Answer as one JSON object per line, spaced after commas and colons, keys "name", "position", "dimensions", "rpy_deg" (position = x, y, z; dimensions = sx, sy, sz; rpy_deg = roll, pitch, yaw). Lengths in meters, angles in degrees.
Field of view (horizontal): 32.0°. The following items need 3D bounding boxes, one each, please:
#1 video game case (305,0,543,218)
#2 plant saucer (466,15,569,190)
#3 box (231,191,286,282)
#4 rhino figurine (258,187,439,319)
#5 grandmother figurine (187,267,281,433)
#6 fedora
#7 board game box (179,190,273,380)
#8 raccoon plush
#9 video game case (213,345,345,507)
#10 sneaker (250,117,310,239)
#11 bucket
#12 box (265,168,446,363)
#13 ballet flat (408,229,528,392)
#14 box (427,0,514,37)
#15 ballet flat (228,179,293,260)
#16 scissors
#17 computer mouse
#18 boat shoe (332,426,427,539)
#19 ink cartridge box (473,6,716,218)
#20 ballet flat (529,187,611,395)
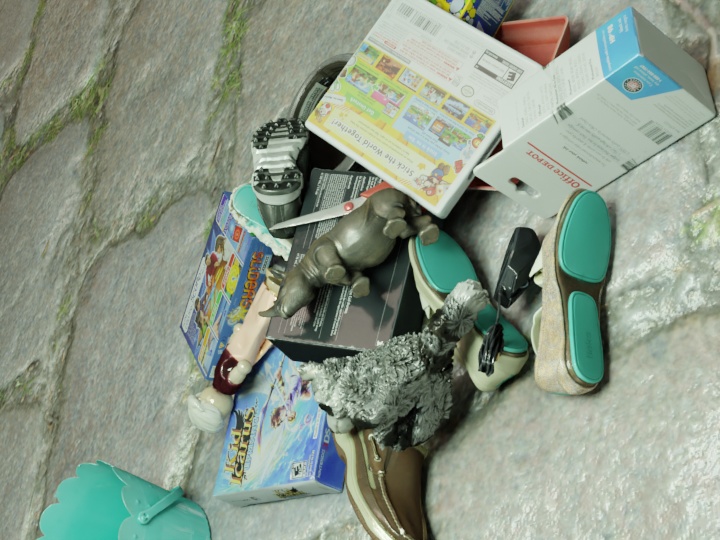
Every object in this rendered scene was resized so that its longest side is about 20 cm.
{"name": "video game case", "position": [0.064, -0.177, 1.299], "dimensions": [0.200, 0.023, 0.182], "rpy_deg": [36, 92, 30]}
{"name": "plant saucer", "position": [0.134, -0.172, 1.355], "dimensions": [0.200, 0.037, 0.200], "rpy_deg": [8, 73, 54]}
{"name": "box", "position": [-0.135, -0.035, 1.609], "dimensions": [0.041, 0.039, 0.200], "rpy_deg": [-53, 35, 13]}
{"name": "rhino figurine", "position": [-0.020, -0.011, 1.253], "dimensions": [0.200, 0.060, 0.087], "rpy_deg": [-36, 32, 6]}
{"name": "grandmother figurine", "position": [-0.135, 0.099, 1.425], "dimensions": [0.200, 0.061, 0.121], "rpy_deg": [-59, 5, 11]}
{"name": "fedora", "position": [-0.013, -0.158, 1.488], "dimensions": [0.177, 0.090, 0.200], "rpy_deg": [-40, 43, 30]}
{"name": "board game box", "position": [-0.169, 0.019, 1.567], "dimensions": [0.135, 0.034, 0.200], "rpy_deg": [53, 128, 54]}
{"name": "raccoon plush", "position": [0.033, 0.078, 1.198], "dimensions": [0.200, 0.097, 0.134], "rpy_deg": [-51, 45, 0]}
{"name": "video game case", "position": [-0.078, 0.154, 1.397], "dimensions": [0.181, 0.045, 0.200], "rpy_deg": [-20, 52, 46]}
{"name": "sneaker", "position": [-0.089, -0.101, 1.413], "dimensions": [0.200, 0.066, 0.091], "rpy_deg": [-91, -2, -58]}
{"name": "bucket", "position": [-0.279, 0.331, 1.456], "dimensions": [0.207, 0.135, 0.207], "rpy_deg": [-31, 45, 37]}
{"name": "box", "position": [0.000, 0.000, 1.326], "dimensions": [0.141, 0.079, 0.200], "rpy_deg": [5, 69, 26]}
{"name": "ballet flat", "position": [0.094, 0.040, 1.226], "dimensions": [0.069, 0.069, 0.200], "rpy_deg": [-49, 44, 19]}
{"name": "box", "position": [0.085, -0.236, 1.365], "dimensions": [0.070, 0.064, 0.200], "rpy_deg": [30, 91, 43]}
{"name": "ballet flat", "position": [-0.065, -0.035, 1.452], "dimensions": [0.200, 0.072, 0.072], "rpy_deg": [38, 101, 14]}
{"name": "scissors", "position": [0.001, -0.064, 1.303], "dimensions": [0.200, 0.014, 0.073], "rpy_deg": [-26, 62, 6]}
{"name": "computer mouse", "position": [0.140, 0.028, 1.154], "dimensions": [0.200, 0.034, 0.059], "rpy_deg": [-68, -3, -47]}
{"name": "boat shoe", "position": [0.028, 0.191, 1.208], "dimensions": [0.075, 0.075, 0.202], "rpy_deg": [-45, 36, 13]}
{"name": "ink cartridge box", "position": [0.209, -0.140, 1.161], "dimensions": [0.200, 0.116, 0.067], "rpy_deg": [-33, 43, 35]}
{"name": "ballet flat", "position": [0.182, 0.019, 1.132], "dimensions": [0.067, 0.068, 0.200], "rpy_deg": [-28, 44, 50]}
